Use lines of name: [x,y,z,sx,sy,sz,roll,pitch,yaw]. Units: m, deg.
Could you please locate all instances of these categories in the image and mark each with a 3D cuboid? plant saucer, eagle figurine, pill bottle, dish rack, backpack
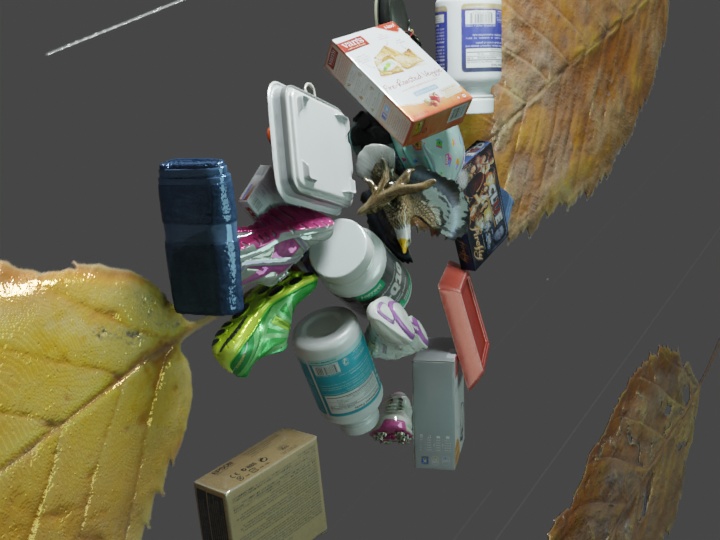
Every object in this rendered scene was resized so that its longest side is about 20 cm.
plant saucer: [0.197,0.093,1.713,0.200,0.036,0.202,-50,124,-72]
eagle figurine: [0.068,-0.094,1.443,0.200,0.151,0.152,19,94,-65]
pill bottle: [-0.030,0.165,1.475,0.111,0.110,0.201,-46,130,-37]
pill bottle: [0.000,0.000,1.453,0.200,0.112,0.114,42,62,-61]
dish rack: [-0.062,-0.175,1.338,0.200,0.043,0.173,10,72,-64]
backpack: [0.087,-0.191,1.536,0.176,0.152,0.201,-63,147,-42]
pill bottle: [0.194,-0.384,1.668,0.119,0.119,0.202,-14,107,-50]

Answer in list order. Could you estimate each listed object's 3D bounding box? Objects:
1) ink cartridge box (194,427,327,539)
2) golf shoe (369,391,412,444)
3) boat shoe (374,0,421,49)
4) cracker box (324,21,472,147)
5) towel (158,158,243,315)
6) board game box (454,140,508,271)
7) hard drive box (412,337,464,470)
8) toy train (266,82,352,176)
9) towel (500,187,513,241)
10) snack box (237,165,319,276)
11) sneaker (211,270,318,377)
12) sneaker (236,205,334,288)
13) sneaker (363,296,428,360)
ink cartridge box: [-0.144,0.352,1.386,0.199,0.075,0.166,-23,115,-49]
golf shoe: [0.055,0.249,1.591,0.200,0.075,0.092,83,11,-77]
boat shoe: [0.073,-0.381,1.564,0.074,0.063,0.203,-34,119,-41]
cracker box: [0.058,-0.292,1.436,0.133,0.200,0.058,-27,153,-34]
towel: [-0.204,-0.043,1.207,0.048,0.111,0.202,-22,112,-55]
board game box: [0.214,-0.120,1.726,0.135,0.034,0.201,-43,129,-39]
hard drive box: [0.143,0.238,1.689,0.156,0.076,0.202,-44,133,-72]
toy train: [-0.080,-0.173,1.410,0.201,0.055,0.150,69,28,-22]
towel: [0.228,-0.125,1.810,0.199,0.048,0.113,24,77,-51]
snack box: [-0.109,-0.065,1.406,0.200,0.024,0.072,54,53,-41]
sneaker: [-0.135,0.075,1.361,0.200,0.074,0.084,-46,127,-26]
sneaker: [-0.127,-0.029,1.333,0.199,0.081,0.089,-20,127,-22]
sneaker: [0.041,0.105,1.467,0.200,0.099,0.075,43,23,-62]
